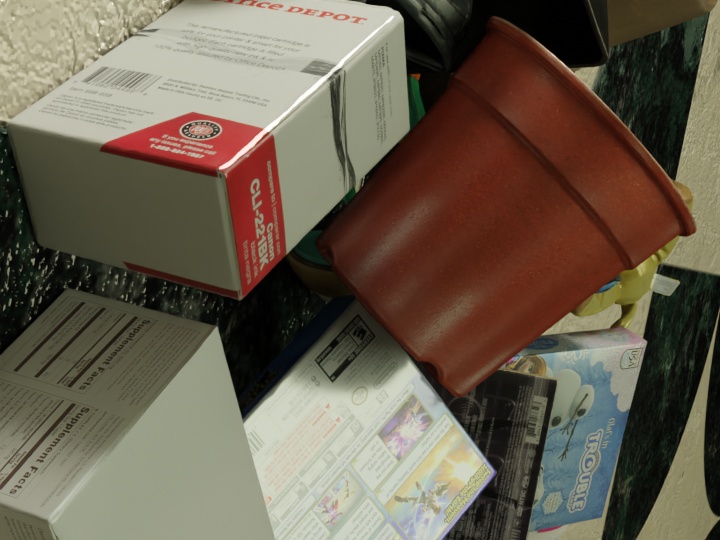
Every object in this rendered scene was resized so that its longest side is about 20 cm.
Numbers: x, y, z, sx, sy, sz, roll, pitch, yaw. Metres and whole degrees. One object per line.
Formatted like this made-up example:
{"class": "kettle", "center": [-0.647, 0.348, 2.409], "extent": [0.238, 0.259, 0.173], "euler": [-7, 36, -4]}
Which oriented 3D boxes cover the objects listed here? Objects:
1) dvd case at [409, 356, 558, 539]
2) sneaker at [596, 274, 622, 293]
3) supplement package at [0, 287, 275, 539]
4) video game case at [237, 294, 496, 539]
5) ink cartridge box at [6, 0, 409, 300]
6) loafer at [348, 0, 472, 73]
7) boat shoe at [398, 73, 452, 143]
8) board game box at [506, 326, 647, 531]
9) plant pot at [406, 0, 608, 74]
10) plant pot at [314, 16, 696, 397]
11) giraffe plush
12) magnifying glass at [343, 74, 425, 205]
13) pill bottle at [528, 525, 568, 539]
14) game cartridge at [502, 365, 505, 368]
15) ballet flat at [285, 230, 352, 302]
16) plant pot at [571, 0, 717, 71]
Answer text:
{"class": "dvd case", "center": [0.044, 0.139, 1.069], "extent": [0.016, 0.199, 0.149], "euler": [-52, 152, -85]}
{"class": "sneaker", "center": [0.154, 0.007, 1.239], "extent": [0.090, 0.200, 0.078], "euler": [-49, 116, -23]}
{"class": "supplement package", "center": [-0.146, 0.142, 0.783], "extent": [0.156, 0.110, 0.201], "euler": [-52, 144, -41]}
{"class": "video game case", "center": [-0.019, 0.150, 0.974], "extent": [0.200, 0.045, 0.182], "euler": [-46, 109, -26]}
{"class": "ink cartridge box", "center": [-0.078, -0.084, 0.780], "extent": [0.200, 0.144, 0.084], "euler": [-48, 143, -44]}
{"class": "loafer", "center": [-0.013, -0.188, 0.862], "extent": [0.200, 0.068, 0.071], "euler": [21, 65, -29]}
{"class": "boat shoe", "center": [0.065, -0.186, 1.100], "extent": [0.064, 0.071, 0.201], "euler": [-23, 119, -54]}
{"class": "board game box", "center": [0.172, 0.159, 1.312], "extent": [0.198, 0.043, 0.201], "euler": [-4, 114, -34]}
{"class": "plant pot", "center": [0.072, -0.270, 0.960], "extent": [0.200, 0.199, 0.178], "euler": [51, 46, -57]}
{"class": "plant pot", "center": [0.087, -0.031, 0.922], "extent": [0.195, 0.201, 0.201], "euler": [-44, 151, 3]}
{"class": "giraffe plush", "center": [0.227, -0.046, 1.370], "extent": [0.173, 0.162, 0.200], "euler": [-51, 147, -2]}
{"class": "magnifying glass", "center": [0.030, -0.130, 1.058], "extent": [0.022, 0.079, 0.201], "euler": [23, 75, -63]}
{"class": "pill bottle", "center": [0.172, 0.218, 1.440], "extent": [0.113, 0.113, 0.201], "euler": [-29, 126, -57]}
{"class": "game cartridge", "center": [0.062, 0.061, 1.132], "extent": [0.040, 0.133, 0.201], "euler": [23, 80, -45]}
{"class": "ballet flat", "center": [0.000, 0.000, 1.065], "extent": [0.200, 0.068, 0.063], "euler": [-18, 133, -58]}
{"class": "plant pot", "center": [0.233, -0.285, 1.237], "extent": [0.200, 0.174, 0.201], "euler": [6, 83, -62]}
